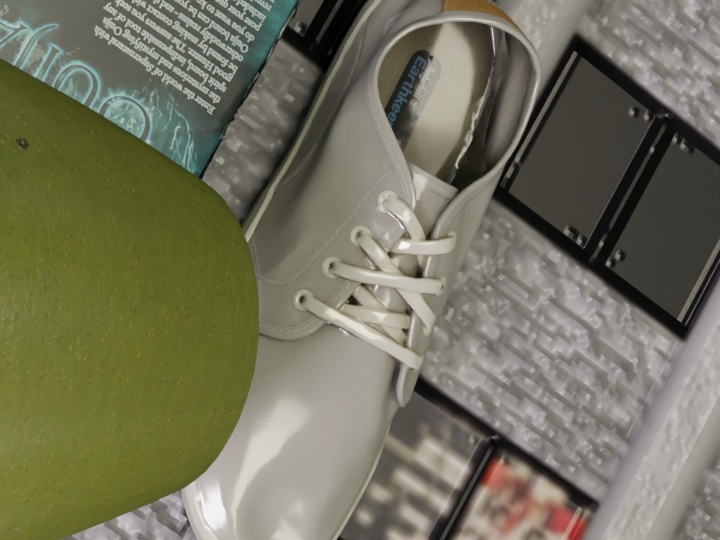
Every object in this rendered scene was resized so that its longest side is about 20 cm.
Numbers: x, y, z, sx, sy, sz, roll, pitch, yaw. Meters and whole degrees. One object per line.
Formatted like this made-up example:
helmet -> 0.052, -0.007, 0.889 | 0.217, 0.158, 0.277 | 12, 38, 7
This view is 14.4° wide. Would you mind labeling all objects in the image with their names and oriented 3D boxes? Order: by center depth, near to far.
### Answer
plant pot -> -0.132, 0.008, 0.753 | 0.199, 0.187, 0.188 | 6, 89, -40
board game box -> -0.105, -0.118, 0.830 | 0.200, 0.028, 0.136 | 35, 77, -25
oxford shoe -> 0.000, 0.000, 0.876 | 0.075, 0.058, 0.201 | 27, 82, -29
